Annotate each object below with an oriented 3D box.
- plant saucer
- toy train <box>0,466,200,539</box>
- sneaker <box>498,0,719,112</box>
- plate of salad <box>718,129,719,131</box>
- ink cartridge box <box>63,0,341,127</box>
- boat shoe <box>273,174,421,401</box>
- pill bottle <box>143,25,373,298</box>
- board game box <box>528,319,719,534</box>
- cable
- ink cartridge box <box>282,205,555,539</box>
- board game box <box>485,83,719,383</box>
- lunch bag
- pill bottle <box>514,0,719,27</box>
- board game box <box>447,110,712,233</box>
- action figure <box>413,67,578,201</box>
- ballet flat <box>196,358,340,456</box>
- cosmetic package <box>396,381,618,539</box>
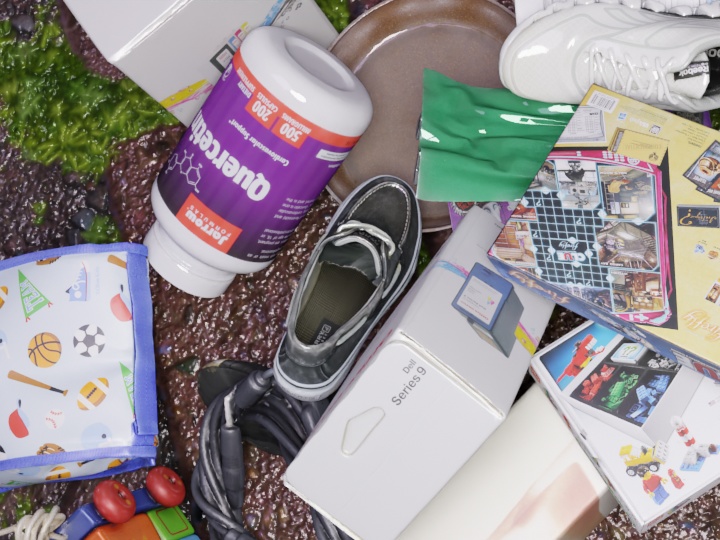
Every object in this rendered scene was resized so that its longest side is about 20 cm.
[{"bbox_3d":[0.054,-0.124,0.999,0.198,0.032,0.202,-4,76,15],"label":"plant saucer"},{"bbox_3d":[-0.173,0.217,0.894,0.085,0.200,0.116,-44,75,16],"label":"toy train"},{"bbox_3d":[0.190,-0.139,0.839,0.198,0.076,0.081,-2,32,9],"label":"sneaker"},{"bbox_3d":[0.283,-0.018,0.775,0.198,0.048,0.202,-10,63,20],"label":"plate of salad"},{"bbox_3d":[-0.132,-0.215,0.989,0.144,0.200,0.148,-40,68,4],"label":"ink cartridge box"},{"bbox_3d":[0.000,0.000,0.894,0.072,0.071,0.201,22,54,2],"label":"boat shoe"},{"bbox_3d":[-0.085,-0.078,0.967,0.113,0.112,0.200,46,115,22],"label":"pill bottle"},{"bbox_3d":[0.223,0.058,0.804,0.199,0.035,0.127,-31,67,-5],"label":"board game box"},{"bbox_3d":[-0.061,0.175,0.912,0.163,0.051,0.201,-30,77,42],"label":"cable"},{"bbox_3d":[0.046,0.067,0.835,0.087,0.200,0.146,37,121,2],"label":"ink cartridge box"},{"bbox_3d":[0.194,-0.020,0.768,0.199,0.035,0.136,28,80,32],"label":"board game box"},{"bbox_3d":[-0.239,0.078,0.985,0.199,0.124,0.172,-15,73,28],"label":"lunch bag"},{"bbox_3d":[0.212,-0.192,0.915,0.198,0.109,0.110,-4,75,10],"label":"pill bottle"},{"bbox_3d":[0.163,-0.054,0.928,0.198,0.032,0.121,-11,78,6],"label":"board game box"},{"bbox_3d":[0.137,-0.078,0.886,0.198,0.055,0.119,7,59,-2],"label":"action figure"},{"bbox_3d":[-0.036,0.109,0.966,0.199,0.057,0.067,15,120,22],"label":"ballet flat"},{"bbox_3d":[0.109,0.163,0.871,0.200,0.103,0.087,-46,69,3],"label":"cosmetic package"}]
